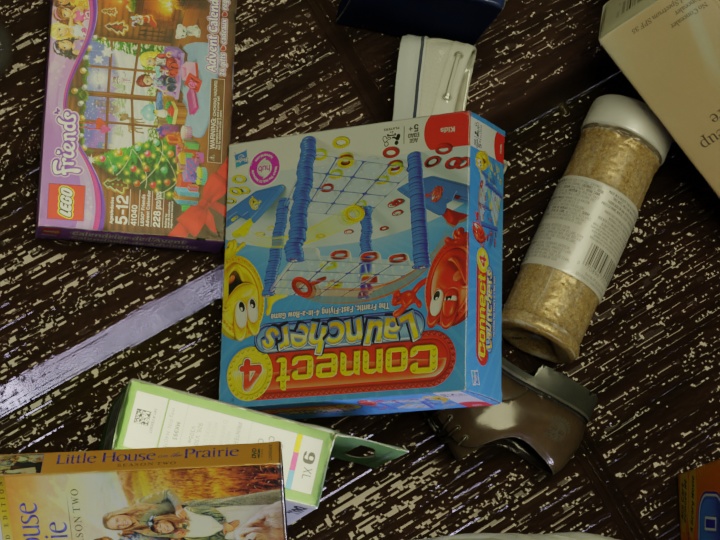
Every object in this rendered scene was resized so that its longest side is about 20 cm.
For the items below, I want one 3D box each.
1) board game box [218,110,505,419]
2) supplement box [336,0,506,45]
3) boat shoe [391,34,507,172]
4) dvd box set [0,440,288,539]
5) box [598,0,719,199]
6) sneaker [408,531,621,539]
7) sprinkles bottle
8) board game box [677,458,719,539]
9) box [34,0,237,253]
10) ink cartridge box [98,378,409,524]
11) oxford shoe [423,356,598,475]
[{"bbox_3d":[0.000,0.000,1.524,0.199,0.056,0.197,-7,74,28],"label":"board game box"},{"bbox_3d":[0.059,-0.283,1.638,0.108,0.110,0.201,13,75,-10],"label":"supplement box"},{"bbox_3d":[0.065,-0.077,1.606,0.086,0.075,0.203,3,69,5],"label":"boat shoe"},{"bbox_3d":[-0.147,0.185,1.454,0.199,0.029,0.147,-2,118,0],"label":"dvd box set"},{"bbox_3d":[0.272,-0.133,1.621,0.095,0.078,0.200,-34,107,24],"label":"box"},{"bbox_3d":[0.119,0.219,1.543,0.199,0.087,0.075,-1,75,-14],"label":"sneaker"},{"bbox_3d":[0.168,-0.032,1.624,0.068,0.068,0.200,27,72,-5],"label":"sprinkles bottle"},{"bbox_3d":[0.355,0.231,1.533,0.199,0.200,0.201,3,76,-12],"label":"board game box"},{"bbox_3d":[-0.162,-0.118,1.584,0.136,0.039,0.201,4,76,-11],"label":"box"},{"bbox_3d":[-0.078,0.134,1.509,0.199,0.104,0.060,15,74,-10],"label":"ink cartridge box"},{"bbox_3d":[0.070,0.090,1.571,0.199,0.073,0.085,25,77,-5],"label":"oxford shoe"}]
